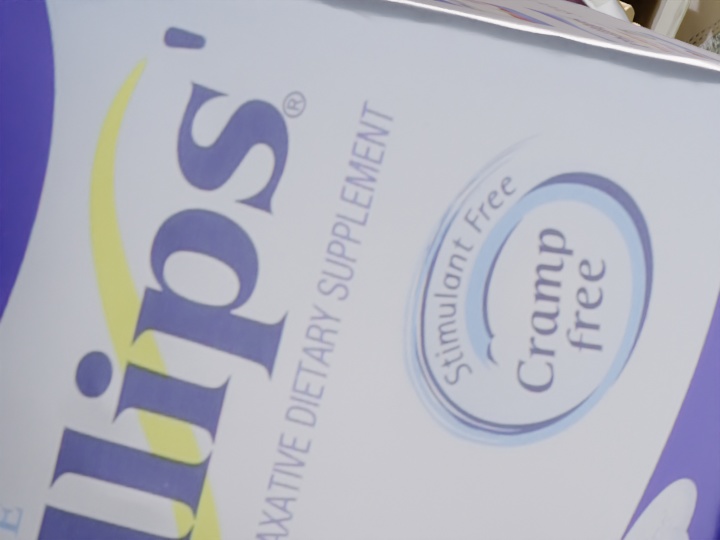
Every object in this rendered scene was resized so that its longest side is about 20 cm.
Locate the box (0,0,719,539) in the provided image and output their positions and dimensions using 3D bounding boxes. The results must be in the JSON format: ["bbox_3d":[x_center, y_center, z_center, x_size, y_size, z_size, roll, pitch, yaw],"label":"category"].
[{"bbox_3d":[-0.037,0.030,0.492,0.200,0.105,0.184,7,103,-33],"label":"box"}]

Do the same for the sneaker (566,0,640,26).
[{"bbox_3d":[-0.014,-0.060,0.624,0.200,0.075,0.090,34,68,-35],"label":"sneaker"}]

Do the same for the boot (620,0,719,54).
[{"bbox_3d":[0.105,-0.036,0.759,0.155,0.072,0.200,17,77,-42],"label":"boot"}]
